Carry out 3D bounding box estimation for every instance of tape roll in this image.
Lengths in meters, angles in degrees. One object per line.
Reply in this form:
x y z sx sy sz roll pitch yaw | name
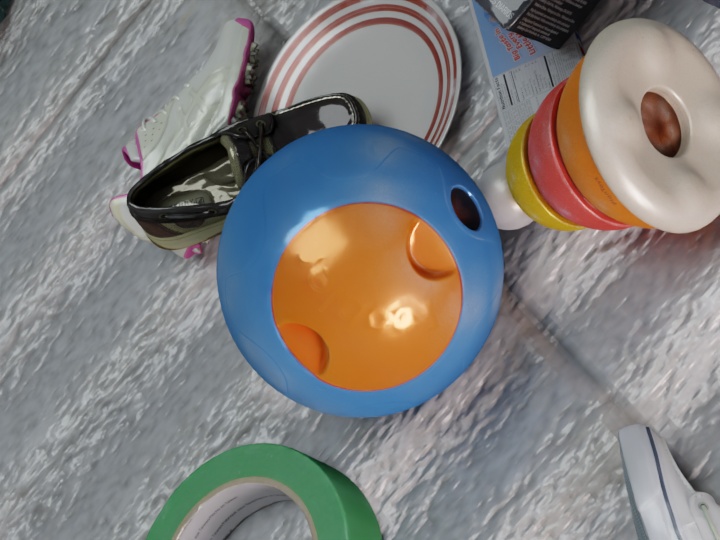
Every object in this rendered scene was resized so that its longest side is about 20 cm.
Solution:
-0.075 0.227 1.561 0.199 0.048 0.202 -16 61 32 | tape roll

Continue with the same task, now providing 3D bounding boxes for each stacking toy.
0.147 -0.076 1.492 0.199 0.145 0.147 -21 57 47 | stacking toy

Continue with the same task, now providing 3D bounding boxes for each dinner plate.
-0.001 -0.126 1.681 0.199 0.024 0.202 -17 60 32 | dinner plate

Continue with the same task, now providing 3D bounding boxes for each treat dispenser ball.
0.000 0.000 1.503 0.200 0.200 0.203 -17 60 31 | treat dispenser ball

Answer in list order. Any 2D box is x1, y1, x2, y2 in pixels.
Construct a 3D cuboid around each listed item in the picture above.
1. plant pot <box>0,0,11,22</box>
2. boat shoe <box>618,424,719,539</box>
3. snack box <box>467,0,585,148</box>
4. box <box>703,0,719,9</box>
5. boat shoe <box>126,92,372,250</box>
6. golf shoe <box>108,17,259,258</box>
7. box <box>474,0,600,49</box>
-0.427 -0.294 1.992 0.195 0.200 0.202 12 77 32 | plant pot
0.214 0.181 1.353 0.066 0.074 0.201 -15 57 1 | boat shoe
0.123 -0.176 1.600 0.071 0.024 0.201 -23 57 17 | snack box
0.327 -0.273 1.389 0.196 0.117 0.202 -16 65 51 | box
-0.085 -0.077 1.644 0.199 0.065 0.074 -29 69 9 | boat shoe
-0.139 -0.114 1.732 0.091 0.075 0.202 16 76 4 | golf shoe
0.144 -0.273 1.515 0.122 0.106 0.200 45 105 20 | box
